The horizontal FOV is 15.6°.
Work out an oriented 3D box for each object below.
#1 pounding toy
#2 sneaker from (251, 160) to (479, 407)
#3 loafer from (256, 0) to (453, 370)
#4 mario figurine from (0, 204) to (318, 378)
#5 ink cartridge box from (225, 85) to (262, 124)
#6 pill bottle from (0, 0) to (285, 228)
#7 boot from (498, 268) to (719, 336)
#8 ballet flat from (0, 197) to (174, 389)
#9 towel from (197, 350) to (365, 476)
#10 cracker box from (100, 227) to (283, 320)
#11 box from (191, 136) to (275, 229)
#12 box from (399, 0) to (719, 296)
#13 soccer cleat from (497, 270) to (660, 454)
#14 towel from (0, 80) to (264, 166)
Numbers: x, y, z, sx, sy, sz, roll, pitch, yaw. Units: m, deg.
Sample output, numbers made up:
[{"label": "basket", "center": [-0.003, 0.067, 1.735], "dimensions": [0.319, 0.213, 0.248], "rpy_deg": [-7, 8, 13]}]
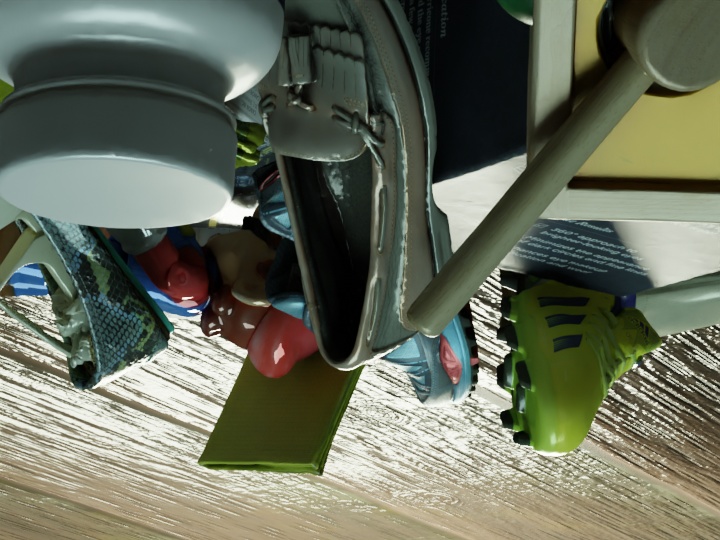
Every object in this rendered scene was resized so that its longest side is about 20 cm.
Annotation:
[{"label": "pounding toy", "center": [0.120, -0.086, 0.970], "dimensions": [0.200, 0.142, 0.184], "rpy_deg": [1, 123, 3]}, {"label": "sneaker", "center": [0.000, 0.000, 1.341], "dimensions": [0.095, 0.079, 0.200], "rpy_deg": [-16, 134, 7]}, {"label": "loafer", "center": [-0.008, -0.048, 1.120], "dimensions": [0.072, 0.063, 0.200], "rpy_deg": [13, 131, 39]}, {"label": "mario figurine", "center": [-0.093, -0.014, 1.401], "dimensions": [0.200, 0.106, 0.123], "rpy_deg": [11, -155, -3]}, {"label": "ink cartridge box", "center": [-0.155, -0.119, 1.163], "dimensions": [0.176, 0.045, 0.200], "rpy_deg": [7, 168, 23]}, {"label": "pill bottle", "center": [-0.080, -0.121, 0.917], "dimensions": [0.111, 0.200, 0.111], "rpy_deg": [2, 165, 1]}, {"label": "boot", "center": [0.165, 0.008, 1.572], "dimensions": [0.155, 0.072, 0.200], "rpy_deg": [-11, -177, -5]}, {"label": "ballet flat", "center": [-0.162, -0.019, 1.287], "dimensions": [0.074, 0.074, 0.200], "rpy_deg": [-9, 125, 36]}, {"label": "towel", "center": [-0.019, 0.026, 1.443], "dimensions": [0.086, 0.200, 0.018], "rpy_deg": [-3, 142, 40]}, {"label": "cracker box", "center": [-0.057, -0.011, 1.568], "dimensions": [0.200, 0.058, 0.134], "rpy_deg": [4, 163, -9]}, {"label": "box", "center": [-0.092, -0.070, 1.381], "dimensions": [0.161, 0.049, 0.200], "rpy_deg": [5, 164, -4]}, {"label": "box", "center": [0.115, -0.075, 1.205], "dimensions": [0.197, 0.118, 0.200], "rpy_deg": [13, 162, -36]}, {"label": "soccer cleat", "center": [0.112, 0.037, 1.328], "dimensions": [0.084, 0.065, 0.200], "rpy_deg": [3, -161, 2]}, {"label": "towel", "center": [-0.147, -0.077, 1.161], "dimensions": [0.200, 0.018, 0.086], "rpy_deg": [16, 168, -18]}]
